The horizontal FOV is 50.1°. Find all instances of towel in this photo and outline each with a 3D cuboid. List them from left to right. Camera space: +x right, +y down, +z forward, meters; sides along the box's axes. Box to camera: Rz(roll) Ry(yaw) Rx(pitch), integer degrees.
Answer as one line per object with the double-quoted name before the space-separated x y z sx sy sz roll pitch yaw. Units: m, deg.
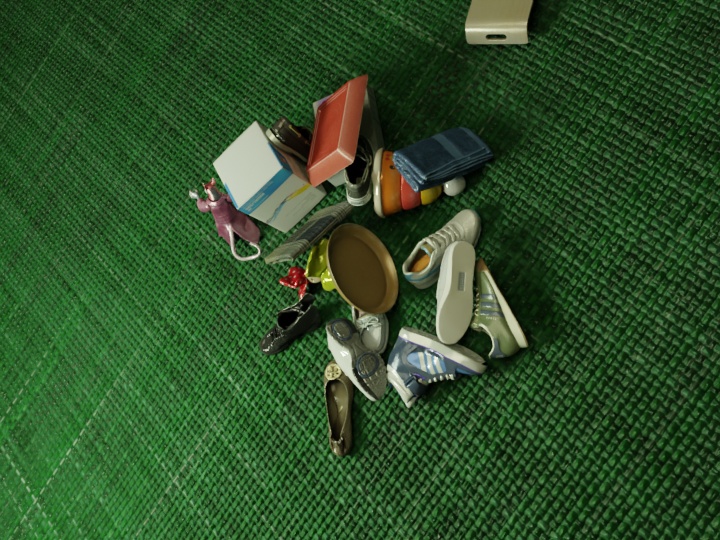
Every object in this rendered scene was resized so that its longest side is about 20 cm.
"towel" -0.110 -0.077 1.676 0.192 0.035 0.199 -44 14 -18
"towel" 0.170 -0.237 1.591 0.197 0.049 0.112 -25 58 -25

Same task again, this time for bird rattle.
"bird rattle" -0.077 -0.008 1.688 0.113 0.200 0.164 44 64 -7

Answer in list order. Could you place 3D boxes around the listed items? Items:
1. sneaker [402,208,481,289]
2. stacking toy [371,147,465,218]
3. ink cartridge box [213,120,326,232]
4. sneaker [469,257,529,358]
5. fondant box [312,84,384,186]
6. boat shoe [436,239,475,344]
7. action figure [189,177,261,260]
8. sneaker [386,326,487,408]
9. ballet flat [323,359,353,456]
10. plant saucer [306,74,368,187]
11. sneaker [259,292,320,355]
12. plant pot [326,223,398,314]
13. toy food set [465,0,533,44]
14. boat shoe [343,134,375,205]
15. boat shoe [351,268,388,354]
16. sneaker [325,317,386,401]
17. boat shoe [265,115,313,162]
"sneaker" 0.169 -0.047 1.584 0.200 0.080 0.077 -48 59 7
"stacking toy" 0.126 -0.188 1.640 0.195 0.146 0.150 0 75 8
"ink cartridge box" -0.203 -0.207 1.756 0.144 0.199 0.149 -40 62 14
"sneaker" 0.248 0.080 1.513 0.089 0.067 0.203 -30 67 11
"fondant box" -0.025 -0.315 1.774 0.142 0.058 0.205 -19 67 22
"boat shoe" 0.181 0.042 1.529 0.070 0.068 0.206 3 90 -13
"action figure" -0.322 -0.128 1.795 0.131 0.201 0.151 -18 50 9
"sneaker" 0.144 0.213 1.537 0.197 0.080 0.150 21 99 23
"ballet flat" -0.049 0.288 1.626 0.066 0.046 0.205 -11 71 24
"plant saucer" -0.059 -0.304 1.667 0.199 0.036 0.205 -20 58 59
"sneaker" -0.164 0.121 1.700 0.197 0.104 0.061 -30 65 17
"plant pot" 0.000 0.000 1.603 0.027 0.197 0.205 -29 63 39
"toy food set" 0.320 -0.585 1.674 0.141 0.060 0.204 9 72 30
"boat shoe" -0.003 -0.231 1.638 0.069 0.064 0.203 -7 49 5
"boat shoe" 0.012 0.080 1.641 0.073 0.065 0.207 -14 70 23
"sneaker" -0.007 0.192 1.605 0.073 0.088 0.201 -19 54 -22
"boat shoe" -0.135 -0.294 1.741 0.061 0.200 0.072 -45 67 15
